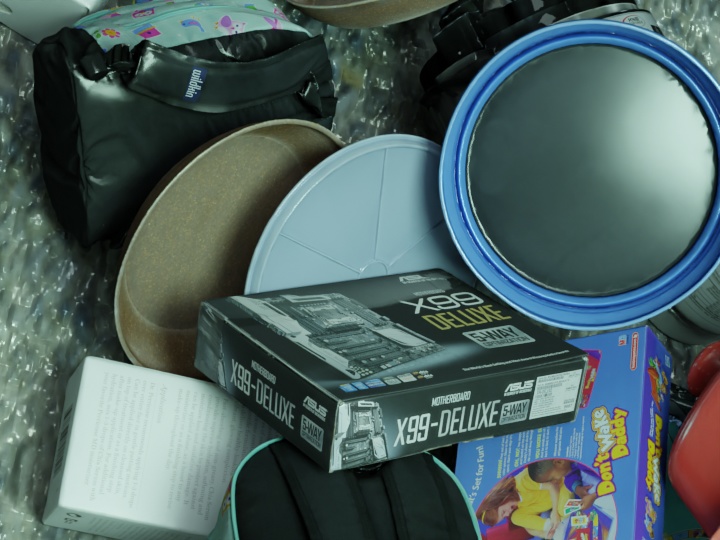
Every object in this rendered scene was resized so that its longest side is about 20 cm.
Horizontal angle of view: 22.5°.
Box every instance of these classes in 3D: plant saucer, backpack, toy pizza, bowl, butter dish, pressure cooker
[{"bbox_3d":[-0.087,-0.017,1.194,0.200,0.201,0.037,-32,49,-26],"label":"plant saucer"},{"bbox_3d":[-0.117,-0.116,1.215,0.199,0.168,0.127,-21,44,-28],"label":"backpack"},{"bbox_3d":[0.000,0.000,1.231,0.199,0.032,0.202,-18,122,-31],"label":"toy pizza"},{"bbox_3d":[0.151,-0.063,1.184,0.199,0.039,0.202,1,99,6],"label":"bowl"},{"bbox_3d":[0.270,0.100,1.155,0.199,0.201,0.148,22,16,-50],"label":"butter dish"},{"bbox_3d":[-0.009,0.200,1.070,0.174,0.154,0.201,2,50,-17],"label":"backpack"},{"bbox_3d":[0.137,-0.120,1.298,0.178,0.176,0.201,-24,80,-6],"label":"pressure cooker"},{"bbox_3d":[0.037,-0.228,1.310,0.200,0.200,0.035,-38,123,-26],"label":"plant saucer"}]

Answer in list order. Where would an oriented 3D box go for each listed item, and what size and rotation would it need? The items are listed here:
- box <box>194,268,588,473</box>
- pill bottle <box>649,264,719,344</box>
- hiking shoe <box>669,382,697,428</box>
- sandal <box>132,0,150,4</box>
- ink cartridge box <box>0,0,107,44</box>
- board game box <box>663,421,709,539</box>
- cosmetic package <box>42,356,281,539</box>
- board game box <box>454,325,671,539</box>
[{"bbox_3d":[0.019,0.058,1.145,0.199,0.157,0.050,-7,116,-35],"label":"box"},{"bbox_3d":[0.283,-0.019,1.300,0.113,0.200,0.114,6,71,-18],"label":"pill bottle"},{"bbox_3d":[0.194,0.118,1.306,0.199,0.074,0.087,18,95,-19],"label":"hiking shoe"},{"bbox_3d":[-0.093,-0.238,1.305,0.079,0.087,0.201,37,66,-6],"label":"sandal"},{"bbox_3d":[-0.214,-0.277,1.275,0.144,0.084,0.201,30,65,-8],"label":"ink cartridge box"},{"bbox_3d":[0.188,0.226,1.221,0.150,0.047,0.201,-28,81,16],"label":"board game box"},{"bbox_3d":[-0.098,0.131,1.182,0.199,0.071,0.102,14,69,-15],"label":"cosmetic package"},{"bbox_3d":[0.127,0.141,1.165,0.045,0.134,0.201,46,44,-44],"label":"board game box"}]
